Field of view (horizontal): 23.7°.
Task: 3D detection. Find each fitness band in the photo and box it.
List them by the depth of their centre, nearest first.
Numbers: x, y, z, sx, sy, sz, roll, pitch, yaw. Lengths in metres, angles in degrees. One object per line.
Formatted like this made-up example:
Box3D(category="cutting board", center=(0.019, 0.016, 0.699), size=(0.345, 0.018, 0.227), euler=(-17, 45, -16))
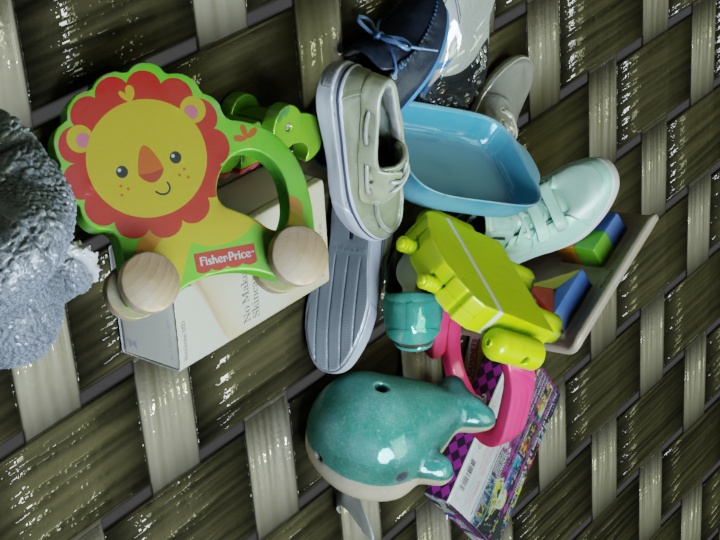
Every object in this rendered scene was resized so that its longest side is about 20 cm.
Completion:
Box3D(category="fitness band", center=(0.122, 0.094, 1.742), size=(0.037, 0.144, 0.201), euler=(-26, 149, -21))

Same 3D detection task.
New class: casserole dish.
Box3D(category="casserole dish", center=(0.090, -0.102, 1.651), size=(0.199, 0.122, 0.039), euler=(4, 140, -40))

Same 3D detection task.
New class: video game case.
Box3D(category="video game case", center=(0.150, 0.190, 1.903), size=(0.201, 0.036, 0.181), euler=(-65, 150, -14))

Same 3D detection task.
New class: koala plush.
Box3D(category="koala plush", center=(-0.264, 0.002, 1.200), size=(0.178, 0.183, 0.201), euler=(-53, 152, -26))

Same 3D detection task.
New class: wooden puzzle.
Box3D(category="wooden puzzle", center=(0.193, -0.003, 1.805), size=(0.046, 0.199, 0.186), euler=(51, 62, -32))

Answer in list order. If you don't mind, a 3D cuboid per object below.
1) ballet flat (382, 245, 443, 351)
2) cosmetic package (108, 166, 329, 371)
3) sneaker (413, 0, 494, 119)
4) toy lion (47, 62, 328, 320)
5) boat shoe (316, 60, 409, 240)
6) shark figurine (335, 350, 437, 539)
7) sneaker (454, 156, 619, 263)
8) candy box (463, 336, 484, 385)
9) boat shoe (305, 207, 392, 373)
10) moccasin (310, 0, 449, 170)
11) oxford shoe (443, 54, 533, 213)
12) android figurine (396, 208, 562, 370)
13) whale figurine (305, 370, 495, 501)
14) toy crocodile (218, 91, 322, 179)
Box3D(category="ballet flat", center=(0.055, 0.006, 1.650), size=(0.200, 0.067, 0.071), euler=(-83, 173, -67))
Box3D(category="cosmetic package", center=(-0.117, -0.006, 1.469), size=(0.200, 0.073, 0.104), euler=(-33, 129, -44))
Box3D(category="sneaker", center=(0.087, -0.231, 1.671), size=(0.071, 0.072, 0.202), euler=(-8, 125, -36))
Box3D(category="toy lion", center=(-0.139, -0.067, 1.338), size=(0.198, 0.069, 0.194), euler=(-10, 87, -22))
Box3D(category="boat shoe", center=(0.010, -0.095, 1.504), size=(0.072, 0.062, 0.201), euler=(-54, 147, -28))
Box3D(category="shark figurine", center=(0.048, 0.166, 1.761), size=(0.214, 0.089, 0.129), euler=(-40, 133, -41))
Box3D(category="sneaker", center=(0.169, -0.051, 1.733), size=(0.200, 0.074, 0.118), euler=(-33, 166, 12))
Box3D(category="candy box", center=(0.144, 0.131, 1.929), size=(0.102, 0.026, 0.202), euler=(1, 103, -54))
Box3D(category="boat shoe", center=(0.000, 0.000, 1.637), size=(0.062, 0.071, 0.202), euler=(4, 99, -59))
Box3D(category="moccasin", center=(0.018, -0.183, 1.576), size=(0.068, 0.080, 0.201), euler=(48, 64, -46))
Box3D(category="oxford shoe", center=(0.138, -0.138, 1.783), size=(0.201, 0.057, 0.075), euler=(-59, 141, -22))
Box3D(category="android figurine", center=(0.109, 0.012, 1.604), size=(0.041, 0.183, 0.199), euler=(-44, 144, 23))
Box3D(category="whale figurine", center=(0.042, 0.141, 1.675), size=(0.199, 0.159, 0.104), euler=(-17, 135, -30))
Box3D(category="toy crocodile", center=(-0.109, -0.106, 1.440), size=(0.199, 0.067, 0.062), euler=(-25, 123, -48))
